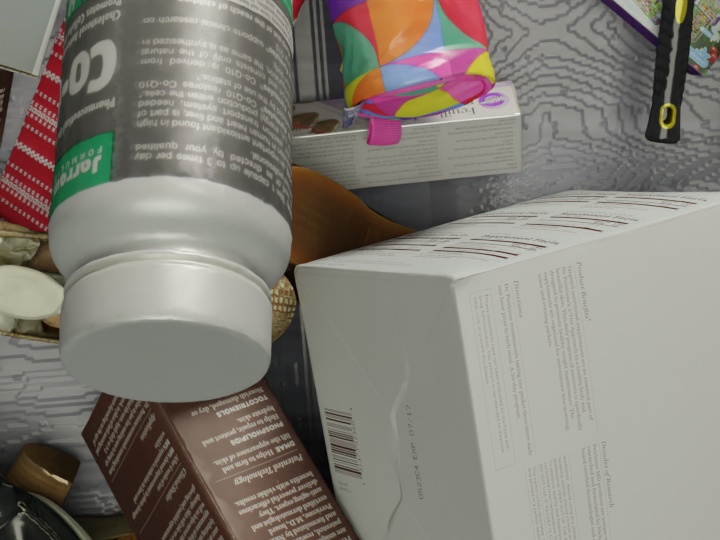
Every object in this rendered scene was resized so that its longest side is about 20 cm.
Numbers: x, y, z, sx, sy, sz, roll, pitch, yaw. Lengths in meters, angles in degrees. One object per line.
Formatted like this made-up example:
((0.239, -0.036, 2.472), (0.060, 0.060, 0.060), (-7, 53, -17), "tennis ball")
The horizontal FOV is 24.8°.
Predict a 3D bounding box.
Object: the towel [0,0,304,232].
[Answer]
((-0.117, -0.094, 0.894), (0.144, 0.022, 0.201), (29, 99, 30), "towel")

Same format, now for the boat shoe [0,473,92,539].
((-0.226, 0.138, 0.903), (0.199, 0.066, 0.075), (36, 94, 21), "boat shoe")

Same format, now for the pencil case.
((0.010, -0.174, 0.868), (0.087, 0.088, 0.202), (-11, 84, 0), "pencil case")

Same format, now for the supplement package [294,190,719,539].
((0.097, 0.069, 0.864), (0.199, 0.147, 0.193), (-15, 101, -33), "supplement package")

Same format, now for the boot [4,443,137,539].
((-0.147, 0.204, 0.963), (0.200, 0.071, 0.145), (28, 103, -1), "boot")

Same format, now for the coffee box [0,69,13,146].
((-0.252, -0.019, 0.892), (0.079, 0.114, 0.202), (11, 100, -4), "coffee box")

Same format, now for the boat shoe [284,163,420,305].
((0.000, 0.000, 0.922), (0.200, 0.070, 0.071), (39, 71, -29), "boat shoe")

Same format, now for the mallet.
((0.164, -0.171, 0.880), (0.065, 0.041, 0.202), (11, 101, -6), "mallet")

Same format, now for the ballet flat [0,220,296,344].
((-0.127, 0.016, 0.828), (0.198, 0.065, 0.071), (5, 100, -12), "ballet flat")

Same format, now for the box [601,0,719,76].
((0.155, -0.223, 0.908), (0.200, 0.039, 0.137), (38, 96, -8), "box")

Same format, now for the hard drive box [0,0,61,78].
((-0.190, -0.217, 0.832), (0.076, 0.156, 0.202), (15, 101, -32), "hard drive box")

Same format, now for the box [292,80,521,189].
((-0.009, -0.071, 0.924), (0.198, 0.039, 0.042), (-7, 126, 0), "box")

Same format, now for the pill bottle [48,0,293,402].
((-0.087, -0.049, 0.768), (0.112, 0.113, 0.202), (0, 63, -2), "pill bottle")

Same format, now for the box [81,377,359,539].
((-0.067, 0.136, 0.883), (0.074, 0.100, 0.201), (-16, 65, -34), "box")
